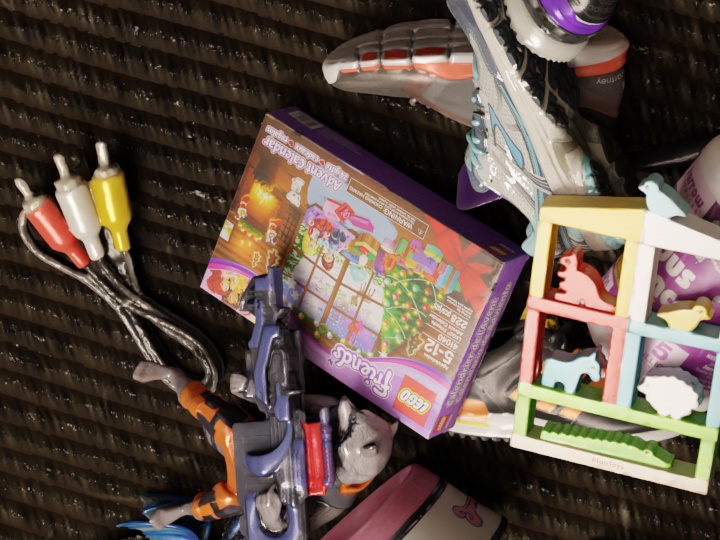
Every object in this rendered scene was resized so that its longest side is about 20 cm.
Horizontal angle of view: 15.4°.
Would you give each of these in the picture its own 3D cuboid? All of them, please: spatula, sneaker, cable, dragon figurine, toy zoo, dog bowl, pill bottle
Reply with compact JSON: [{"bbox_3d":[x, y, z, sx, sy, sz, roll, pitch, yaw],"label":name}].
[{"bbox_3d":[0.159,-0.072,1.714,0.199,0.057,0.021,-6,133,10],"label":"spatula"},{"bbox_3d":[0.124,-0.233,1.598,0.100,0.069,0.201,-45,51,50],"label":"sneaker"},{"bbox_3d":[-0.172,0.010,1.831,0.097,0.050,0.200,-21,102,20],"label":"cable"},{"bbox_3d":[0.136,0.063,1.749,0.200,0.070,0.090,0,112,18],"label":"sneaker"},{"bbox_3d":[-0.138,0.192,1.880,0.199,0.059,0.100,11,111,12],"label":"dragon figurine"},{"bbox_3d":[0.166,0.033,1.632,0.131,0.020,0.200,13,117,15],"label":"toy zoo"},{"bbox_3d":[0.001,0.209,1.770,0.074,0.200,0.200,46,114,0],"label":"dog bowl"},{"bbox_3d":[0.073,-0.112,1.707,0.199,0.077,0.082,1,115,16],"label":"sneaker"},{"bbox_3d":[0.236,-0.016,1.662,0.112,0.112,0.200,36,119,1],"label":"pill bottle"},{"bbox_3d":[0.093,-0.088,1.640,0.086,0.078,0.200,-20,110,27],"label":"sneaker"}]

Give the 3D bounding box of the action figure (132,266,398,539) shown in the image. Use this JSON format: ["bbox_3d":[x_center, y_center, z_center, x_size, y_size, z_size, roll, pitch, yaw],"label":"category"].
[{"bbox_3d":[-0.059,0.096,1.774,0.193,0.105,0.201,4,92,35],"label":"action figure"}]

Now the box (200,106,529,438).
[{"bbox_3d":[0.000,0.000,1.753,0.200,0.039,0.137,32,116,23],"label":"box"}]
